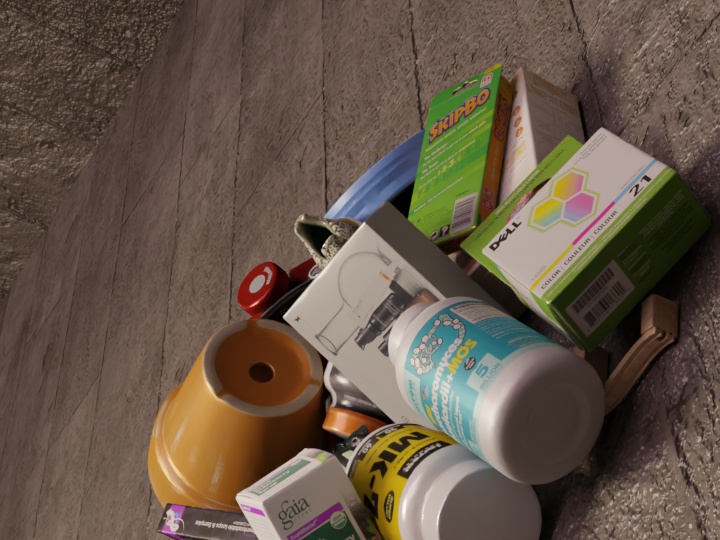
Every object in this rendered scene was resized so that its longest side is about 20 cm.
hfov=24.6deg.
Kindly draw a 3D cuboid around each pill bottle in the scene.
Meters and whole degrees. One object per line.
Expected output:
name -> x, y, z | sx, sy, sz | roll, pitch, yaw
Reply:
pill bottle -> 0.069, 0.198, 1.411 | 0.115, 0.114, 0.200 | -68, 21, -6
pill bottle -> 0.102, 0.089, 1.352 | 0.200, 0.111, 0.111 | 30, 96, 55
pill bottle -> 0.028, 0.078, 1.657 | 0.106, 0.106, 0.201 | -5, 63, 67

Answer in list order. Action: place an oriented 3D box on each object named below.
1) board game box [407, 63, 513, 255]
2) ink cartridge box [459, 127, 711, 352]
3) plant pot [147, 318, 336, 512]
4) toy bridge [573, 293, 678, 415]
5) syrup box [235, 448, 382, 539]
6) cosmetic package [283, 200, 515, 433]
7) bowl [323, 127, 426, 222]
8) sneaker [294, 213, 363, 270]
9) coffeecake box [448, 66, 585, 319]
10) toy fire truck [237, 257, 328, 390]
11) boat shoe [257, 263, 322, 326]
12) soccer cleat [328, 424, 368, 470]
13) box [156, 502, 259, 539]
board game box -> 0.094, -0.102, 1.565 | 0.095, 0.030, 0.201 | -22, 47, 40
ink cartridge box -> 0.166, -0.046, 1.363 | 0.148, 0.076, 0.200 | -46, 40, -2
plant pot -> -0.115, 0.154, 1.717 | 0.184, 0.199, 0.201 | 105, 173, -48
toy bridge -> 0.187, 0.092, 1.358 | 0.200, 0.027, 0.067 | -40, 33, 47
syrup box -> -0.020, 0.260, 1.431 | 0.079, 0.201, 0.081 | -31, 10, -19
cosmetic package -> 0.047, 0.057, 1.503 | 0.151, 0.200, 0.052 | -49, -2, 41
bowl -> 0.042, -0.082, 1.743 | 0.200, 0.039, 0.201 | -37, -10, -8
sneaker -> 0.000, 0.000, 1.581 | 0.200, 0.088, 0.077 | 33, 96, 46
coffeecake box -> 0.147, -0.070, 1.574 | 0.154, 0.073, 0.200 | -51, 24, 34
toy fire truck -> -0.048, 0.053, 1.897 | 0.168, 0.112, 0.200 | -31, 36, 27
boat shoe -> -0.034, 0.028, 1.810 | 0.200, 0.062, 0.075 | -32, 53, -7
soccer cleat -> -0.014, 0.198, 1.580 | 0.199, 0.068, 0.081 | -18, 59, 16
box -> -0.081, 0.268, 1.582 | 0.200, 0.143, 0.036 | 0, 65, 47
